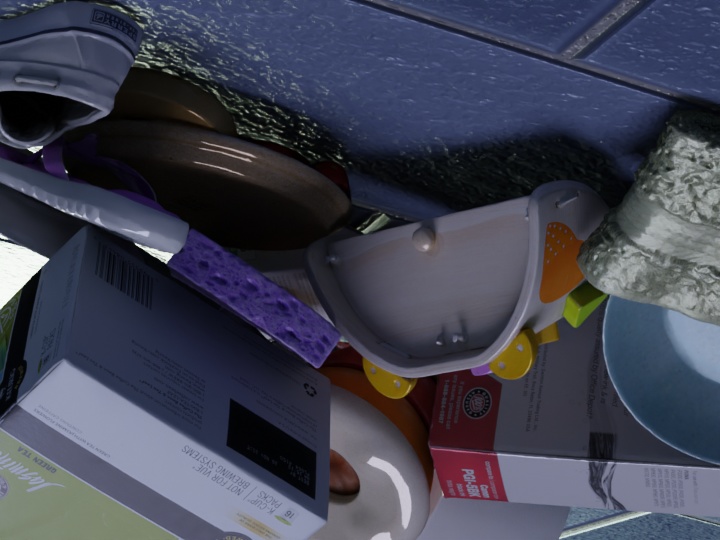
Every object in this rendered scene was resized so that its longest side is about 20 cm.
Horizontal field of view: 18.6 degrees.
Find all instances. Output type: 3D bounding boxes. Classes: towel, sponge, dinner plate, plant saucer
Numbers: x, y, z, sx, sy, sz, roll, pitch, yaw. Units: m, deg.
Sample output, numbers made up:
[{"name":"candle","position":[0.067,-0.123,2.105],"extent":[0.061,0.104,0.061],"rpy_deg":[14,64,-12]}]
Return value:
[{"name":"towel","position":[0.237,-0.014,1.240],"extent":[0.200,0.037,0.149],"rpy_deg":[18,136,-12]},{"name":"sponge","position":[-0.069,0.019,1.393],"extent":[0.111,0.030,0.200],"rpy_deg":[34,176,-2]},{"name":"dinner plate","position":[-0.222,-0.055,1.424],"extent":[0.200,0.024,0.200],"rpy_deg":[30,-171,-5]},{"name":"plant saucer","position":[0.246,0.029,1.333],"extent":[0.200,0.039,0.201],"rpy_deg":[2,122,3]}]

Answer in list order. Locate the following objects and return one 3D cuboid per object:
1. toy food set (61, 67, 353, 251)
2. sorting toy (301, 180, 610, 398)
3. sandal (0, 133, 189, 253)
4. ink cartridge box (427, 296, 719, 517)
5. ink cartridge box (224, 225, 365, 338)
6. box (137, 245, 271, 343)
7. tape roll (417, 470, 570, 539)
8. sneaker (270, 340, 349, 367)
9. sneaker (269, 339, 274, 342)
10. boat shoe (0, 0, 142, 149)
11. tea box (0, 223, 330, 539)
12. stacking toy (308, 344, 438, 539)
[{"name":"toy food set","position":[-0.102,-0.063,1.396],"extent":[0.200,0.049,0.198],"rpy_deg":[18,163,-21]},{"name":"sorting toy","position":[0.101,0.004,1.372],"extent":[0.200,0.107,0.180],"rpy_deg":[-12,-178,45]},{"name":"sandal","position":[-0.157,-0.053,1.303],"extent":[0.082,0.050,0.202],"rpy_deg":[26,178,-41]},{"name":"ink cartridge box","position":[0.156,0.079,1.464],"extent":[0.199,0.147,0.083],"rpy_deg":[4,149,13]},{"name":"ink cartridge box","position":[0.000,0.000,1.577],"extent":[0.199,0.050,0.161],"rpy_deg":[-8,162,3]},{"name":"box","position":[-0.174,0.097,1.584],"extent":[0.200,0.197,0.117],"rpy_deg":[28,167,51]},{"name":"tape roll","position":[0.054,0.165,1.781],"extent":[0.139,0.203,0.202],"rpy_deg":[26,159,-38]},{"name":"sneaker","position":[0.019,0.089,1.654],"extent":[0.200,0.074,0.087],"rpy_deg":[6,-173,17]},{"name":"sneaker","position":[-0.064,0.070,1.764],"extent":[0.074,0.081,0.200],"rpy_deg":[10,163,0]},{"name":"boat shoe","position":[-0.196,-0.104,1.292],"extent":[0.072,0.066,0.200],"rpy_deg":[26,159,-36]},{"name":"tea box","position":[-0.153,0.116,1.357],"extent":[0.200,0.134,0.197],"rpy_deg":[35,120,-24]},{"name":"stacking toy","position":[0.019,0.090,1.529],"extent":[0.146,0.200,0.146],"rpy_deg":[18,130,22]}]
